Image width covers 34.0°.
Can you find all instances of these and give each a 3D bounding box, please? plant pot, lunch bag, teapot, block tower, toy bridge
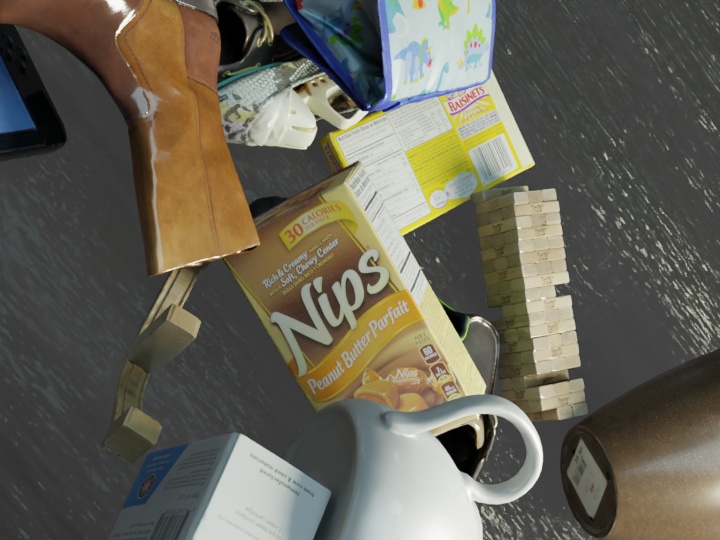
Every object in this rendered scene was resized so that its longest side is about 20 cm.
[{"bbox_3d":[0.279,0.164,1.012,0.197,0.187,0.190,-7,80,-18],"label":"plant pot"},{"bbox_3d":[0.021,-0.228,0.919,0.169,0.127,0.202,-23,90,-51],"label":"lunch bag"},{"bbox_3d":[0.019,0.191,0.811,0.145,0.200,0.200,24,65,-19],"label":"teapot"},{"bbox_3d":[0.145,0.027,1.009,0.053,0.058,0.203,-6,85,-34],"label":"block tower"},{"bbox_3d":[-0.140,0.049,0.827,0.027,0.067,0.202,33,42,-19],"label":"toy bridge"}]

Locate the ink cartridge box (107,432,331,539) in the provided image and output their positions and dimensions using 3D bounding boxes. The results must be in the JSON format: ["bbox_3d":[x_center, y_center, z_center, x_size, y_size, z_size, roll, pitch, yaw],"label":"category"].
[{"bbox_3d":[-0.119,0.216,0.748,0.085,0.146,0.202,33,62,-22],"label":"ink cartridge box"}]

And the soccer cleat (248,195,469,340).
[{"bbox_3d":[0.000,0.000,0.921,0.199,0.081,0.068,35,61,-16],"label":"soccer cleat"}]

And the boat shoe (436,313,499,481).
[{"bbox_3d":[0.079,0.125,0.942,0.074,0.073,0.202,29,63,-22],"label":"boat shoe"}]

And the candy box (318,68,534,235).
[{"bbox_3d":[0.062,-0.102,1.024,0.199,0.026,0.103,-28,92,-35],"label":"candy box"}]

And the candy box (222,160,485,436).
[{"bbox_3d":[-0.004,0.036,0.871,0.202,0.114,0.055,59,21,-14],"label":"candy box"}]

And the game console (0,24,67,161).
[{"bbox_3d":[-0.236,-0.168,0.746,0.174,0.118,0.200,63,19,-2],"label":"game console"}]

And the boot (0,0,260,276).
[{"bbox_3d":[-0.154,-0.096,0.764,0.187,0.068,0.203,-8,88,-58],"label":"boot"}]

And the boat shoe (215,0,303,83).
[{"bbox_3d":[-0.104,-0.179,0.921,0.198,0.059,0.073,-20,86,-34],"label":"boat shoe"}]

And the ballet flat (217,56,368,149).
[{"bbox_3d":[-0.043,-0.135,0.936,0.199,0.072,0.073,-28,92,-36],"label":"ballet flat"}]
